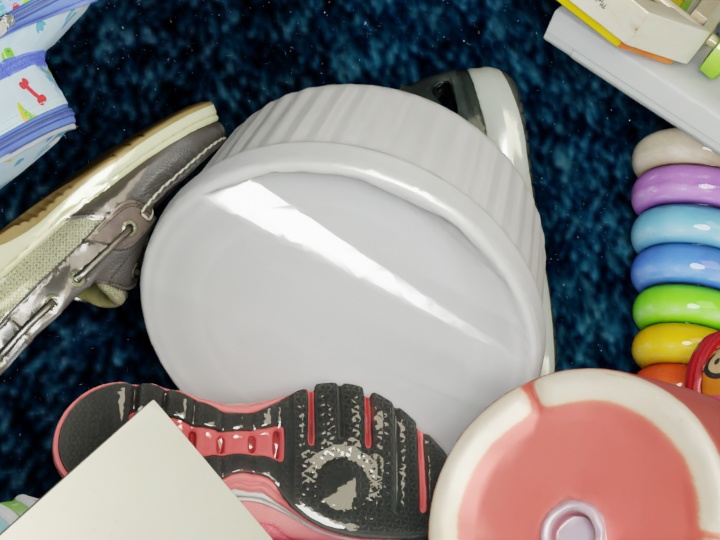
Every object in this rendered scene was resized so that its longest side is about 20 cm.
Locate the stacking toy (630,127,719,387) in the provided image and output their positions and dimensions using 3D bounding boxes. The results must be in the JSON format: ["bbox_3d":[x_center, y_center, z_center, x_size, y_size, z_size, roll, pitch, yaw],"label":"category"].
[{"bbox_3d":[0.174,0.029,1.482,0.085,0.085,0.201,17,73,-20],"label":"stacking toy"}]

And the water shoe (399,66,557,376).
[{"bbox_3d":[0.057,-0.005,1.451,0.078,0.072,0.202,-8,77,1],"label":"water shoe"}]

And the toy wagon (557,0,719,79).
[{"bbox_3d":[0.150,-0.177,1.495,0.155,0.040,0.200,38,27,1],"label":"toy wagon"}]

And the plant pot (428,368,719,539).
[{"bbox_3d":[0.124,0.136,1.282,0.199,0.177,0.202,-6,72,19],"label":"plant pot"}]

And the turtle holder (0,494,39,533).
[{"bbox_3d":[-0.169,0.180,1.234,0.185,0.132,0.142,-25,86,-30],"label":"turtle holder"}]

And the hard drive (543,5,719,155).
[{"bbox_3d":[0.210,-0.091,1.483,0.200,0.026,0.132,36,29,21],"label":"hard drive"}]

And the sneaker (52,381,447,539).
[{"bbox_3d":[-0.051,0.097,1.332,0.199,0.087,0.074,9,68,-7],"label":"sneaker"}]

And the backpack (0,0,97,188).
[{"bbox_3d":[-0.218,-0.093,1.275,0.200,0.183,0.147,-39,101,-37],"label":"backpack"}]

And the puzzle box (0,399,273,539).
[{"bbox_3d":[-0.117,0.167,1.172,0.200,0.025,0.133,-41,93,-29],"label":"puzzle box"}]

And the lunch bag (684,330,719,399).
[{"bbox_3d":[0.252,0.123,1.449,0.199,0.082,0.178,10,79,-44],"label":"lunch bag"}]

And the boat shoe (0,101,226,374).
[{"bbox_3d":[-0.138,-0.009,1.351,0.200,0.073,0.065,-39,97,-20],"label":"boat shoe"}]

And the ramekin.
[{"bbox_3d":[0.000,0.000,1.340,0.202,0.202,0.094,35,42,-11],"label":"ramekin"}]
